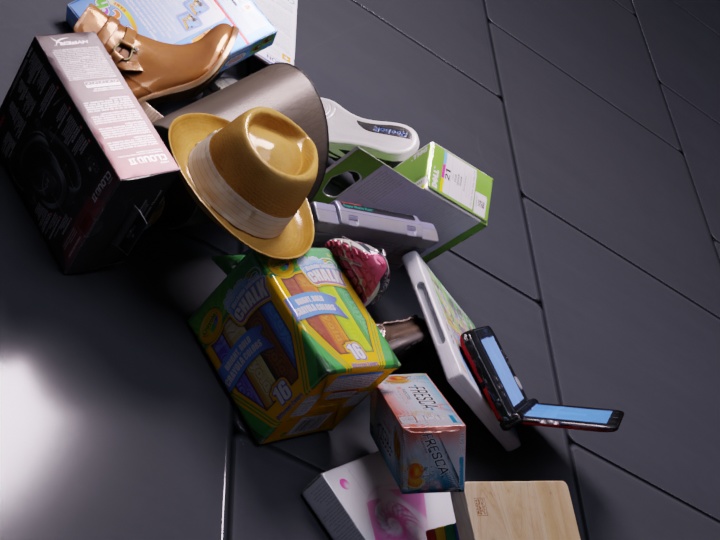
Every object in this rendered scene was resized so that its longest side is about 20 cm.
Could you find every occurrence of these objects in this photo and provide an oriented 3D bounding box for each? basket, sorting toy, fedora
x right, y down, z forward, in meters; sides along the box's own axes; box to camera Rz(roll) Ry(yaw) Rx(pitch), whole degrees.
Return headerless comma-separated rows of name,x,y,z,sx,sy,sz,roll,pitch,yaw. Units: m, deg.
basket,-0.149,-0.123,1.593,0.136,0.181,0.200,25,30,30
sorting toy,0.151,0.317,1.449,0.198,0.069,0.201,10,63,-51
fedora,-0.098,-0.103,1.438,0.200,0.082,0.201,38,27,-23

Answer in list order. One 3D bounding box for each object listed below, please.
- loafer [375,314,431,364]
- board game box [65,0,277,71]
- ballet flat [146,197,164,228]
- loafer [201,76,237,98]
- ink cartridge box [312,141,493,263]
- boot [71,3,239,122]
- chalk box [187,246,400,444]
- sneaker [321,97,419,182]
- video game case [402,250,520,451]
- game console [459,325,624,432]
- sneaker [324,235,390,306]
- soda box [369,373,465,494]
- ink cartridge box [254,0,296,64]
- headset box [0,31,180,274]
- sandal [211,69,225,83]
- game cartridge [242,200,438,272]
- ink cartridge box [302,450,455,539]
loafer,0.013,0.077,1.611,0.071,0.073,0.200,51,30,13
board game box,-0.222,-0.289,1.714,0.200,0.037,0.151,-32,76,-28
ballet flat,-0.266,-0.119,1.512,0.068,0.072,0.200,-16,64,-38
loafer,-0.115,-0.156,1.743,0.070,0.070,0.200,-12,61,-45
ink cartridge box,0.039,-0.099,1.770,0.200,0.148,0.076,29,52,-25
boot,-0.243,-0.242,1.621,0.155,0.077,0.200,41,75,-7
chalk box,-0.078,0.055,1.478,0.125,0.124,0.200,-3,55,-53
sneaker,-0.019,-0.147,1.857,0.199,0.112,0.073,20,54,20
video game case,0.119,0.095,1.690,0.200,0.022,0.183,50,17,-51
game console,0.213,0.123,1.687,0.173,0.118,0.200,64,11,6
sneaker,0.000,0.000,1.575,0.074,0.200,0.081,-19,88,-12
soda box,0.054,0.159,1.446,0.063,0.069,0.200,-1,11,-8
ink cartridge box,-0.174,-0.346,1.915,0.196,0.043,0.201,29,37,-24
headset box,-0.268,-0.107,1.411,0.077,0.149,0.200,-15,63,-43
sandal,-0.190,-0.298,1.777,0.076,0.043,0.201,14,58,-9
game cartridge,-0.019,-0.029,1.646,0.200,0.130,0.039,8,53,-46
ink cartridge box,0.061,0.272,1.468,0.200,0.043,0.196,53,31,16
